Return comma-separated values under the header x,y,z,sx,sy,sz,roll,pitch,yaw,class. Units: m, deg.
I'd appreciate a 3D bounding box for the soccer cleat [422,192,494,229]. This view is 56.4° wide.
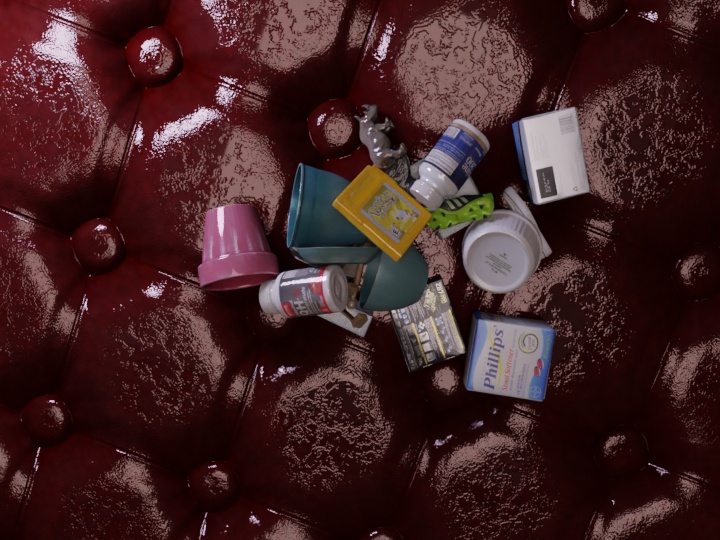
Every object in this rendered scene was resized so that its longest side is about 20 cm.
x,y,z,sx,sy,sz,roll,pitch,yaw,class
0.231,-0.148,1.638,0.196,0.081,0.069,-6,120,24,soccer cleat

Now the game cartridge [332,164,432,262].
x,y,z,sx,sy,sz,roll,pitch,yaw,class
0.055,-0.141,1.567,0.199,0.177,0.032,41,141,-2,game cartridge

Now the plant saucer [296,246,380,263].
x,y,z,sx,sy,sz,roll,pitch,yaw,class
-0.051,-0.034,1.556,0.195,0.200,0.037,-1,90,3,plant saucer

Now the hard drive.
x,y,z,sx,sy,sz,roll,pitch,yaw,class
0.215,-0.200,1.678,0.138,0.033,0.203,-28,95,7,hard drive

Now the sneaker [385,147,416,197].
x,y,z,sx,sy,sz,roll,pitch,yaw,class
0.076,-0.191,1.667,0.104,0.060,0.201,37,112,6,sneaker

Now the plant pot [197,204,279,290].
x,y,z,sx,sy,sz,roll,pitch,yaw,class
-0.308,-0.058,1.655,0.196,0.200,0.183,-10,83,4,plant pot

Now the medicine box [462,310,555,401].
x,y,z,sx,sy,sz,roll,pitch,yaw,class
0.369,0.214,1.692,0.195,0.103,0.186,8,98,1,medicine box

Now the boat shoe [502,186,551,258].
x,y,z,sx,sy,sz,roll,pitch,yaw,class
0.398,-0.108,1.661,0.066,0.074,0.202,-33,95,6,boat shoe

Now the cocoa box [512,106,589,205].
x,y,z,sx,sy,sz,roll,pitch,yaw,class
0.453,-0.272,1.606,0.131,0.131,0.204,-12,97,4,cocoa box

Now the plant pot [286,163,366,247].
x,y,z,sx,sy,sz,roll,pitch,yaw,class
-0.072,-0.143,1.628,0.184,0.200,0.204,8,99,-11,plant pot

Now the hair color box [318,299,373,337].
x,y,z,sx,sy,sz,roll,pitch,yaw,class
-0.066,0.090,1.699,0.197,0.099,0.062,26,100,-1,hair color box

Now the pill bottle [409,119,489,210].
x,y,z,sx,sy,sz,roll,pitch,yaw,class
0.208,-0.246,1.590,0.110,0.111,0.201,37,87,-3,pill bottle

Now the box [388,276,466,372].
x,y,z,sx,sy,sz,roll,pitch,yaw,class
0.167,0.138,1.720,0.158,0.049,0.204,-20,96,8,box

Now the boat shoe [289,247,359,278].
x,y,z,sx,sy,sz,roll,pitch,yaw,class
-0.089,-0.031,1.713,0.197,0.057,0.068,25,63,-4,boat shoe

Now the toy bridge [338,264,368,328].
x,y,z,sx,sy,sz,roll,pitch,yaw,class
-0.035,0.056,1.621,0.027,0.202,0.067,12,133,-36,toy bridge

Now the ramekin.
x,y,z,sx,sy,sz,roll,pitch,yaw,class
0.339,-0.038,1.630,0.198,0.094,0.206,7,115,16,ramekin

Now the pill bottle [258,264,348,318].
x,y,z,sx,sy,sz,roll,pitch,yaw,class
-0.136,0.052,1.581,0.196,0.110,0.113,-8,98,24,pill bottle

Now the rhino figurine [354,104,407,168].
x,y,z,sx,sy,sz,roll,pitch,yaw,class
0.041,-0.331,1.626,0.087,0.060,0.202,-34,62,15,rhino figurine

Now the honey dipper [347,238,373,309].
x,y,z,sx,sy,sz,roll,pitch,yaw,class
0.000,0.000,1.668,0.037,0.038,0.204,12,69,1,honey dipper

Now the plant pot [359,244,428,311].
x,y,z,sx,sy,sz,roll,pitch,yaw,class
0.089,0.012,1.629,0.132,0.200,0.204,16,99,-7,plant pot
